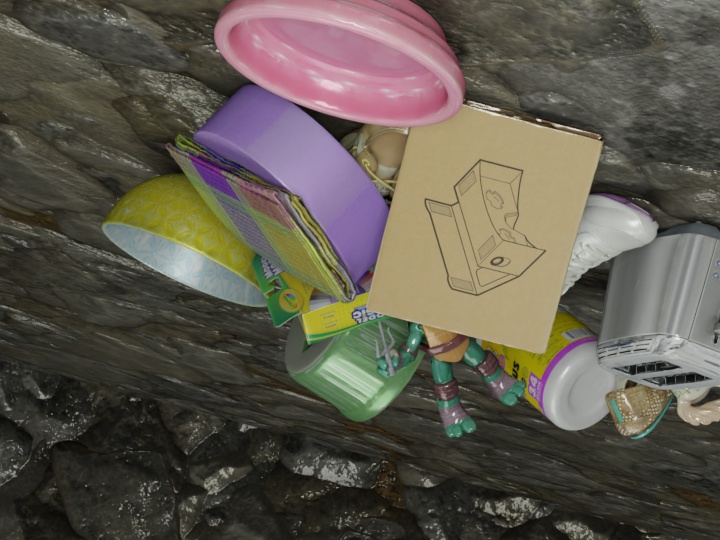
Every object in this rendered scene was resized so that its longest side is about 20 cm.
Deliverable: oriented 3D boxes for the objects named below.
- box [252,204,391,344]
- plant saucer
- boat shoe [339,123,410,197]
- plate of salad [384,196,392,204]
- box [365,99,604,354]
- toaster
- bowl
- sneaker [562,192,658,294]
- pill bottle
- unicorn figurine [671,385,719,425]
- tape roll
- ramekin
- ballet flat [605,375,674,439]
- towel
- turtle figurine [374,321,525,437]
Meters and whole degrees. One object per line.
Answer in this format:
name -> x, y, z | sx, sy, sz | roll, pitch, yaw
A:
box -> 0.000, 0.000, 1.583 | 0.198, 0.118, 0.049 | -16, 131, -7
plant saucer -> -0.012, -0.173, 1.253 | 0.199, 0.051, 0.201 | 15, 165, 4
boat shoe -> 0.023, -0.098, 1.468 | 0.073, 0.067, 0.200 | 18, 166, -10
plate of salad -> -0.018, -0.052, 1.735 | 0.198, 0.049, 0.200 | 16, 166, 4
box -> 0.105, -0.040, 1.385 | 0.162, 0.202, 0.021 | 14, -159, 1
toaster -> 0.301, 0.038, 1.561 | 0.113, 0.130, 0.200 | 21, 165, -20
bowl -> -0.168, -0.051, 1.755 | 0.198, 0.109, 0.200 | 22, 166, 6
sneaker -> 0.203, -0.016, 1.524 | 0.074, 0.101, 0.199 | 25, 162, -28
pill bottle -> 0.197, 0.085, 1.801 | 0.104, 0.105, 0.200 | 27, -170, -40
unicorn figurine -> 0.333, 0.065, 1.665 | 0.136, 0.202, 0.074 | -21, 146, 21
tape roll -> -0.061, -0.074, 1.488 | 0.200, 0.066, 0.200 | 41, 165, 14
ramekin -> -0.003, 0.062, 1.866 | 0.097, 0.202, 0.200 | 29, 162, -20
ballet flat -> 0.320, 0.095, 1.737 | 0.070, 0.200, 0.065 | -27, 105, 45
towel -> -0.088, -0.047, 1.463 | 0.199, 0.023, 0.144 | 28, 159, 48
turtle figurine -> 0.092, 0.074, 1.690 | 0.149, 0.101, 0.201 | -22, 125, 10
